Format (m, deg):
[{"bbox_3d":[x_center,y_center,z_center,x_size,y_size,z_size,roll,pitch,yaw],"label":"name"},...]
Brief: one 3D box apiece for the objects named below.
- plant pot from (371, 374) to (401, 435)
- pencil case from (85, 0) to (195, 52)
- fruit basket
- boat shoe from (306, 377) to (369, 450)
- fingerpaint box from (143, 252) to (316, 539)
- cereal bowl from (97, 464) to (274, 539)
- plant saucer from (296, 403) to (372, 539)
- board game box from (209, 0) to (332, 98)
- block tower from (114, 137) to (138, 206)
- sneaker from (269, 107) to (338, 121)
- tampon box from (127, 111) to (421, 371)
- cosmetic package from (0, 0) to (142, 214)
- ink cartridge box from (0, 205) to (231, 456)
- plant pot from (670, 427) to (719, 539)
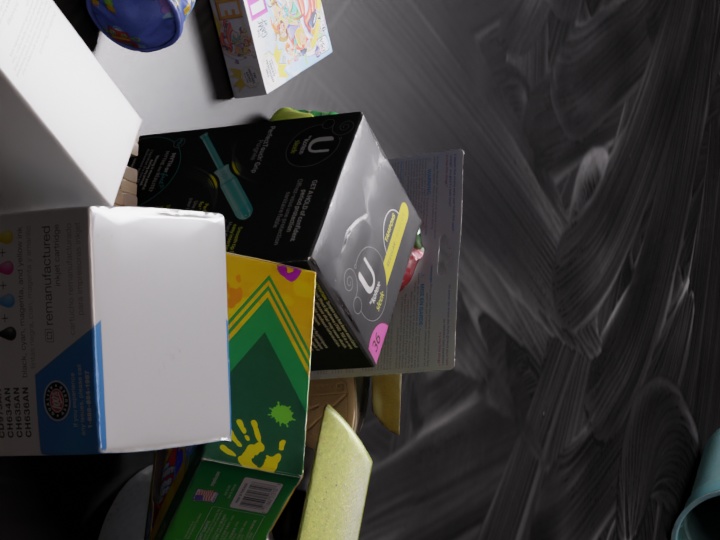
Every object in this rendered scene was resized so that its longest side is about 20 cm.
[{"bbox_3d":[0.026,0.045,1.705,0.200,0.027,0.201,2,90,-89],"label":"plant pot"},{"bbox_3d":[-0.149,-0.265,1.479,0.087,0.078,0.200,56,40,-45],"label":"pencil case"},{"bbox_3d":[0.000,0.000,1.599,0.094,0.200,0.186,27,62,-58],"label":"fruit basket"},{"bbox_3d":[-0.024,0.068,1.694,0.065,0.072,0.200,69,20,-68],"label":"boat shoe"},{"bbox_3d":[-0.096,0.114,1.344,0.200,0.073,0.167,118,-20,-51],"label":"fingerpaint box"},{"bbox_3d":[-0.117,0.245,1.465,0.200,0.083,0.201,17,71,-60],"label":"cereal bowl"},{"bbox_3d":[-0.029,0.239,1.573,0.200,0.048,0.200,98,3,-62],"label":"plant saucer"},{"bbox_3d":[-0.088,-0.263,1.646,0.134,0.034,0.200,-42,123,-56],"label":"board game box"},{"bbox_3d":[-0.197,-0.017,1.376,0.054,0.058,0.200,18,72,-60],"label":"block tower"},{"bbox_3d":[-0.013,-0.071,1.710,0.200,0.083,0.074,52,42,-48],"label":"sneaker"},{"bbox_3d":[-0.079,-0.016,1.446,0.126,0.200,0.150,59,38,-41],"label":"tampon box"},{"bbox_3d":[-0.241,-0.124,1.251,0.200,0.107,0.085,56,39,-47],"label":"cosmetic package"},{"bbox_3d":[-0.203,0.040,1.199,0.145,0.200,0.148,0,86,-61],"label":"ink cartridge box"},{"bbox_3d":[0.532,0.317,2.617,0.196,0.200,0.201,-65,142,-55],"label":"plant pot"}]
